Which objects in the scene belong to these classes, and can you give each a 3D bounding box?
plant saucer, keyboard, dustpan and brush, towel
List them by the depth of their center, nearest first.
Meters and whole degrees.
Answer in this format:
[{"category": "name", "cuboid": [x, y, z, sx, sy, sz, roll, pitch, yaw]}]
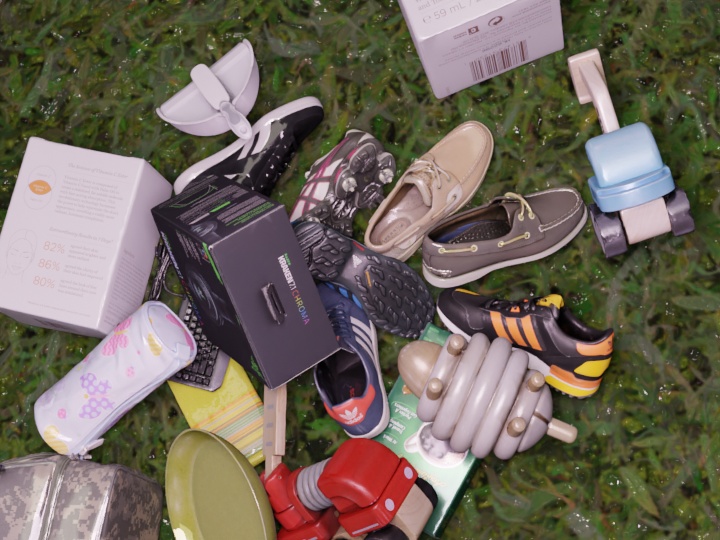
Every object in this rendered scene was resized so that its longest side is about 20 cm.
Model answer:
[{"category": "plant saucer", "cuboid": [-0.144, 0.263, 1.442, 0.031, 0.200, 0.202, -13, 67, -36]}, {"category": "towel", "cuboid": [-0.166, 0.137, 1.546, 0.085, 0.018, 0.201, -30, 71, -3]}, {"category": "keyboard", "cuboid": [-0.194, 0.031, 1.565, 0.125, 0.021, 0.203, 11, 73, 11]}, {"category": "dustpan and brush", "cuboid": [-0.159, -0.193, 1.569, 0.139, 0.057, 0.200, -38, 49, 0]}]

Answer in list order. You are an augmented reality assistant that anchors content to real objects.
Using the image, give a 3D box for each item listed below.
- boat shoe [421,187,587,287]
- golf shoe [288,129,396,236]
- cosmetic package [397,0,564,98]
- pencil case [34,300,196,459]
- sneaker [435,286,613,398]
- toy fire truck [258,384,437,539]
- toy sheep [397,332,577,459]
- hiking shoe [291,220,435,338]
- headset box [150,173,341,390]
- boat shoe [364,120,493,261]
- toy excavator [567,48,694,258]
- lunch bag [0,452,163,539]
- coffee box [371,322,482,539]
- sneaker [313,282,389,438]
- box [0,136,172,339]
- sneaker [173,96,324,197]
[{"category": "boat shoe", "cuboid": [0.158, -0.047, 1.482, 0.199, 0.061, 0.072, -22, 48, -10]}, {"category": "golf shoe", "cuboid": [-0.041, -0.071, 1.554, 0.200, 0.077, 0.088, -47, 36, 9]}, {"category": "cosmetic package", "cuboid": [0.117, -0.338, 1.532, 0.165, 0.166, 0.202, -22, 71, 5]}, {"category": "pencil case", "cuboid": [-0.273, 0.123, 1.507, 0.200, 0.083, 0.091, -41, 39, 15]}, {"category": "sneaker", "cuboid": [0.179, 0.051, 1.448, 0.198, 0.070, 0.091, 29, 123, 14]}, {"category": "toy fire truck", "cuboid": [-0.037, 0.206, 1.393, 0.175, 0.129, 0.201, -29, 106, 42]}, {"category": "toy sheep", "cuboid": [0.128, 0.129, 1.381, 0.198, 0.138, 0.139, 29, 82, 7]}, {"category": "hiking shoe", "cuboid": [0.000, 0.000, 1.494, 0.199, 0.087, 0.075, 36, 93, -21]}, {"category": "headset box", "cuboid": [-0.120, 0.010, 1.431, 0.092, 0.176, 0.199, -29, 26, -18]}, {"category": "boat shoe", "cuboid": [0.077, -0.092, 1.528, 0.072, 0.065, 0.200, 41, 85, 18]}, {"category": "toy excavator", "cuboid": [0.280, -0.136, 1.473, 0.098, 0.195, 0.203, -16, 101, 7]}, {"category": "lunch bag", "cuboid": [-0.318, 0.268, 1.445, 0.165, 0.200, 0.142, 5, 76, 11]}, {"category": "coffee box", "cuboid": [0.080, 0.172, 1.470, 0.122, 0.044, 0.202, 26, 82, 17]}, {"category": "sneaker", "cuboid": [-0.023, 0.082, 1.474, 0.074, 0.085, 0.202, -29, 54, 11]}, {"category": "box", "cuboid": [-0.324, -0.032, 1.573, 0.150, 0.106, 0.203, 12, 78, 14]}, {"category": "sneaker", "cuboid": [-0.106, -0.104, 1.565, 0.199, 0.073, 0.113, -34, 73, -1]}]
